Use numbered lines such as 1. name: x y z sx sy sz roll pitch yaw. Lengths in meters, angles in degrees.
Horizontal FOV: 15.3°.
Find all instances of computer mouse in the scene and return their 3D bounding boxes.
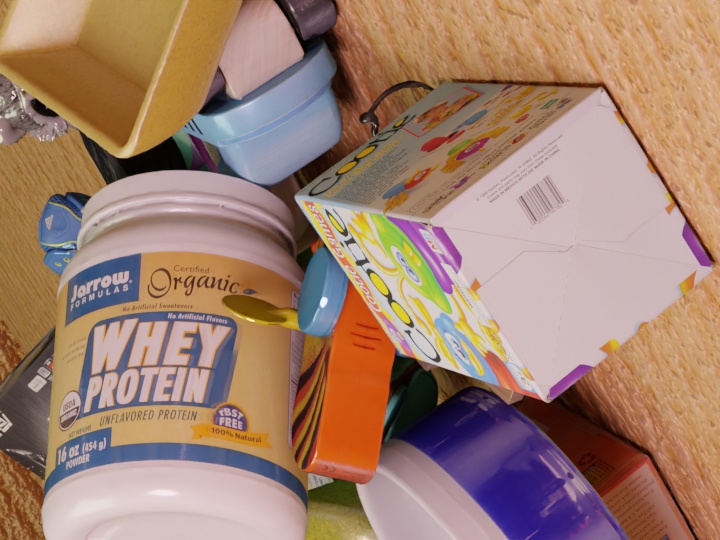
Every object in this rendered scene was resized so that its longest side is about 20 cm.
1. computer mouse: -0.149 -0.106 1.592 0.200 0.046 0.141 56 166 38

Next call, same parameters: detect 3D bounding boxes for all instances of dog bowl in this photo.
1. dog bowl: 0.086 0.166 1.493 0.200 0.079 0.200 51 165 19

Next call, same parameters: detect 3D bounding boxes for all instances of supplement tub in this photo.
1. supplement tub: -0.099 0.061 1.472 0.145 0.144 0.201 78 -169 -62

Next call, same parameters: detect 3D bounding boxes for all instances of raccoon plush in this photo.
1. raccoon plush: -0.193 -0.115 1.816 0.200 0.133 0.097 98 155 -71

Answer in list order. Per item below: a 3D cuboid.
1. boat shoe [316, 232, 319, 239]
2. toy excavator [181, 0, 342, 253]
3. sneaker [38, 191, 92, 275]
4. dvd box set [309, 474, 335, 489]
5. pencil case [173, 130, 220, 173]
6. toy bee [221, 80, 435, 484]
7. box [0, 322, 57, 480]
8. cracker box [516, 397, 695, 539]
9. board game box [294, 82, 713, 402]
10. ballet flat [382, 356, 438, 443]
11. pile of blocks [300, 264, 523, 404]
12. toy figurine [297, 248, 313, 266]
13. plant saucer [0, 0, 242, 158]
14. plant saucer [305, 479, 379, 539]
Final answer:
1. boat shoe: 0.000 0.000 1.628 0.065 0.073 0.200 40 162 30
2. toy excavator: -0.060 -0.077 1.536 0.200 0.100 0.194 63 164 -21
3. sneaker: -0.142 -0.004 1.652 0.105 0.076 0.200 13 180 -25
4. dvd box set: -0.087 0.093 1.734 0.199 0.029 0.147 14 141 28
5. pencil case: -0.122 -0.131 1.685 0.200 0.085 0.092 55 -173 -11
6. toy bee: 0.003 0.014 1.424 0.131 0.200 0.109 35 169 -12
7. box: -0.150 0.102 1.714 0.158 0.048 0.200 37 150 -8
8. cracker box: 0.158 0.179 1.576 0.200 0.058 0.134 59 166 -25
9. board game box: 0.063 -0.018 1.276 0.103 0.105 0.200 56 168 -15
10. ballet flat: 0.000 0.073 1.594 0.070 0.068 0.200 27 -178 10
11. pile of blocks: 0.045 0.011 1.490 0.200 0.062 0.082 15 115 44
12. toy figurine: -0.009 0.070 1.763 0.184 0.150 0.200 37 160 15
13. plant saucer: -0.107 -0.170 1.396 0.048 0.201 0.200 17 -171 -32
14. plant saucer: 0.067 0.206 1.639 0.048 0.200 0.200 -20 87 48
